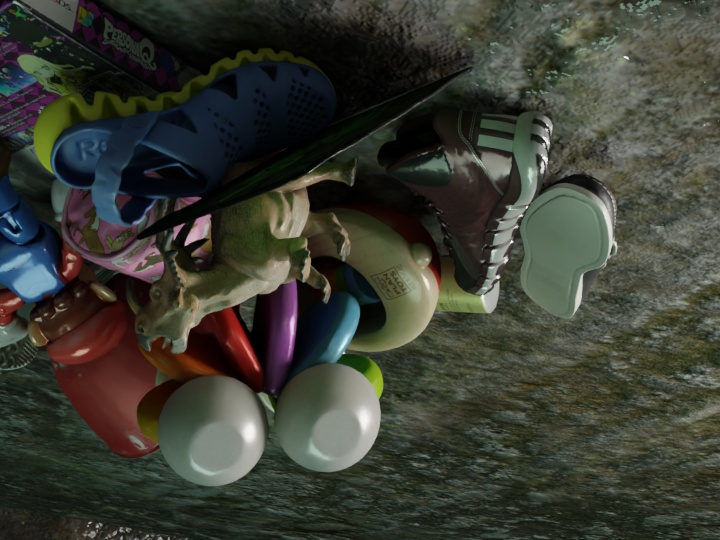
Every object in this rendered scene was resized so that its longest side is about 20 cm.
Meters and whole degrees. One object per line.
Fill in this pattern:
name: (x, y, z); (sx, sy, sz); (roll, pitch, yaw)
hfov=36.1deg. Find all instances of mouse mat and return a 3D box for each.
mouse mat: (-0.033, -0.075, 0.696); (0.159, 0.199, 0.008); (-16, 104, 43)

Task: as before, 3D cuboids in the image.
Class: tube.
tube: (0.028, 0.011, 1.016); (0.197, 0.059, 0.052); (2, -158, 25)

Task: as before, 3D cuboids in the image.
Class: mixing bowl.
mixing bowl: (-0.217, 0.060, 1.027); (0.198, 0.203, 0.108); (-15, 141, 42)

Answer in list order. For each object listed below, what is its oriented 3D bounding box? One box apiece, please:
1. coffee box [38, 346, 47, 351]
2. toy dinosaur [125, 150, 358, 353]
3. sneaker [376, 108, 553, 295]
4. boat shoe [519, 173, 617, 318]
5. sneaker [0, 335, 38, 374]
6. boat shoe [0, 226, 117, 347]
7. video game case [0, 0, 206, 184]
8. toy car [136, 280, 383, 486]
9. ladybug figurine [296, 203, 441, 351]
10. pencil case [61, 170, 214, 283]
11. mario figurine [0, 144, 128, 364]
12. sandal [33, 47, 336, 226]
coffee box: (-0.343, 0.008, 1.074); (0.111, 0.081, 0.200); (-3, 155, 22)
toy dinosaur: (-0.079, -0.036, 0.788); (0.133, 0.202, 0.087); (14, 141, 12)
sneaker: (0.065, -0.059, 0.819); (0.113, 0.077, 0.201); (13, 147, 0)
boat shoe: (0.168, -0.028, 0.860); (0.073, 0.061, 0.201); (30, 161, 19)
sneaker: (-0.405, 0.056, 1.012); (0.198, 0.071, 0.099); (24, 155, -30)
boat shoe: (-0.264, 0.008, 0.970); (0.198, 0.071, 0.064); (-33, 162, 4)
video game case: (-0.218, -0.124, 0.778); (0.198, 0.036, 0.180); (-13, 151, 40)
toy car: (-0.079, 0.069, 0.869); (0.196, 0.153, 0.175); (-4, -166, -12)
ladybug figurine: (0.000, 0.000, 0.927); (0.199, 0.072, 0.137); (-12, 119, 52)
pencil case: (-0.147, -0.030, 0.871); (0.082, 0.088, 0.199); (19, 179, 25)
mario figurine: (-0.257, -0.010, 0.875); (0.122, 0.107, 0.201); (0, 137, 36)
sandal: (-0.106, -0.080, 0.714); (0.197, 0.088, 0.080); (-19, 138, -10)
